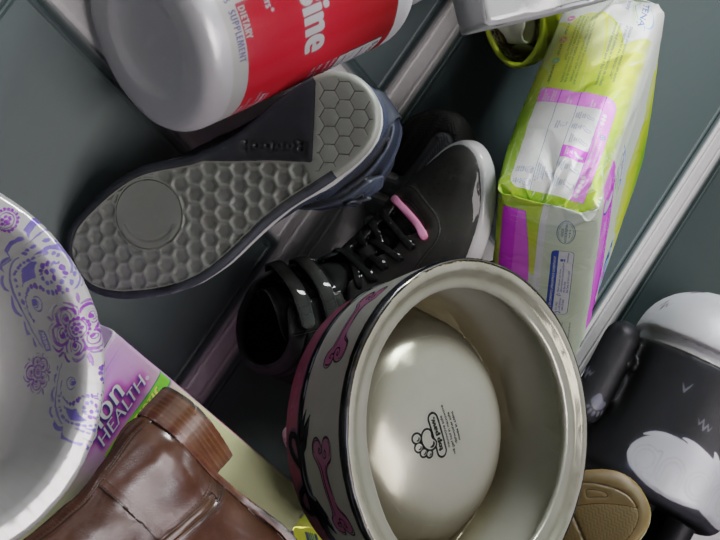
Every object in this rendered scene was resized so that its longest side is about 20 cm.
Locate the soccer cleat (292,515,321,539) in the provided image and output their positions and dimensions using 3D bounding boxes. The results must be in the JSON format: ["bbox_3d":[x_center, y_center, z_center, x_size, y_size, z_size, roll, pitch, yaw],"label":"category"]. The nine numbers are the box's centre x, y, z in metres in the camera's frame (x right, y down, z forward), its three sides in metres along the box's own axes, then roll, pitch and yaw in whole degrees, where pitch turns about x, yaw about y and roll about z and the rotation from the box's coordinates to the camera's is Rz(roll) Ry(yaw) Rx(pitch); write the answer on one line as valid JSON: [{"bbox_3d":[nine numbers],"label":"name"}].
[{"bbox_3d":[-0.029,0.201,1.392,0.200,0.065,0.084,39,68,-45],"label":"soccer cleat"}]

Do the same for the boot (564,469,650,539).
[{"bbox_3d":[0.102,0.203,1.391,0.200,0.072,0.155,-32,157,3],"label":"boot"}]

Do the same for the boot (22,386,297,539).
[{"bbox_3d":[-0.129,0.189,1.166,0.200,0.064,0.186,-47,124,-22],"label":"boot"}]

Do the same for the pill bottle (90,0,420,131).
[{"bbox_3d":[-0.043,-0.164,1.226,0.200,0.112,0.112,-29,122,-33],"label":"pill bottle"}]

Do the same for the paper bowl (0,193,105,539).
[{"bbox_3d":[-0.235,0.052,1.093,0.200,0.104,0.201,2,85,-19],"label":"paper bowl"}]

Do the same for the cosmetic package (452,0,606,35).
[{"bbox_3d":[0.095,-0.249,1.282,0.113,0.081,0.200,-12,95,-10],"label":"cosmetic package"}]

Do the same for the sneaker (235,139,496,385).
[{"bbox_3d":[0.000,0.000,1.310,0.099,0.071,0.200,9,126,-47],"label":"sneaker"}]

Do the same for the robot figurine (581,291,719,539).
[{"bbox_3d":[0.228,0.112,1.568,0.200,0.125,0.150,-63,158,-7],"label":"robot figurine"}]

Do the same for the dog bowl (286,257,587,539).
[{"bbox_3d":[0.040,0.094,1.255,0.200,0.074,0.200,3,85,-44],"label":"dog bowl"}]

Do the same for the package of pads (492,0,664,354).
[{"bbox_3d":[0.135,-0.064,1.371,0.155,0.068,0.200,91,17,-49],"label":"package of pads"}]

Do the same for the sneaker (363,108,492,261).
[{"bbox_3d":[0.060,-0.015,1.410,0.115,0.075,0.200,-12,122,-45],"label":"sneaker"}]

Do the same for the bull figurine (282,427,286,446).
[{"bbox_3d":[0.038,0.114,1.355,0.200,0.065,0.122,-11,117,-38],"label":"bull figurine"}]

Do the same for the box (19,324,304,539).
[{"bbox_3d":[-0.156,0.144,1.235,0.176,0.097,0.200,-57,134,-13],"label":"box"}]

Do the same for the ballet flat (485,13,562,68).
[{"bbox_3d":[0.092,-0.216,1.361,0.067,0.067,0.200,-54,139,-46],"label":"ballet flat"}]

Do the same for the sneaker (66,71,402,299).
[{"bbox_3d":[-0.066,-0.048,1.269,0.202,0.146,0.077,-28,90,10],"label":"sneaker"}]
